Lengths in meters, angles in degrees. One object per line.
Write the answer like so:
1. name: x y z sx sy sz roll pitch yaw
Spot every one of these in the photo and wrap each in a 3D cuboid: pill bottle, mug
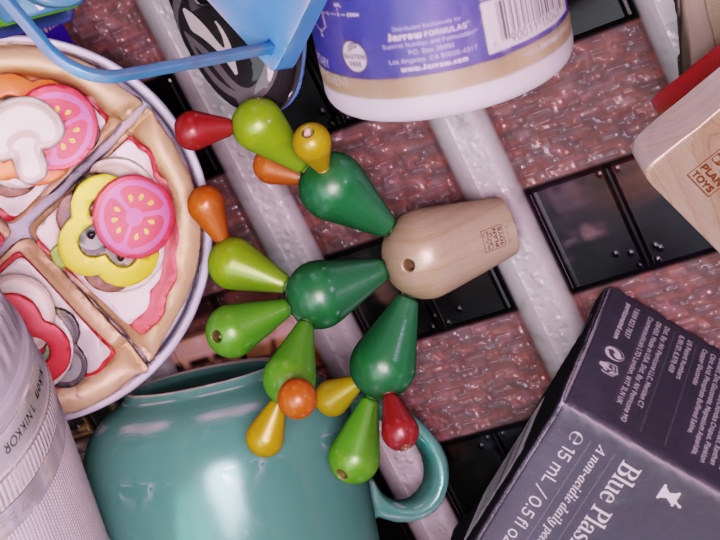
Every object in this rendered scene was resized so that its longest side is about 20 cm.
1. pill bottle: 0.021 -0.179 0.759 0.118 0.120 0.202 -3 115 23
2. mug: -0.062 0.109 0.946 0.151 0.184 0.116 -8 97 45

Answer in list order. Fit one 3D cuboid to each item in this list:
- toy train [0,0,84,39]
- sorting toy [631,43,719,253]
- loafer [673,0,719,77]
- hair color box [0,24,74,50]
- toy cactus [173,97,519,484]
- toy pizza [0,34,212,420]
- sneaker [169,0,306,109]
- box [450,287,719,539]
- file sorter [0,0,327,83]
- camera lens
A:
1. toy train: -0.172 -0.213 0.810 0.115 0.084 0.202 10 115 66
2. sorting toy: 0.232 -0.072 0.717 0.198 0.070 0.200 -39 130 16
3. loafer: 0.169 -0.123 0.753 0.067 0.076 0.201 -6 135 8
4. hair color box: -0.238 -0.153 0.914 0.108 0.065 0.201 -19 110 28
5. toy cactus: 0.000 0.000 0.856 0.163 0.102 0.202 -19 90 -12
6. toy pizza: -0.174 -0.017 0.880 0.198 0.032 0.203 -1 99 -7
7. sneaker: -0.084 -0.165 0.832 0.070 0.083 0.201 -9 114 24
8. box: 0.157 0.153 0.889 0.199 0.118 0.198 29 124 3
9. file sorter: -0.068 -0.190 0.663 0.139 0.122 0.201 47 129 21
10. camera lens: -0.210 0.111 0.818 0.158 0.161 0.201 4 130 20
